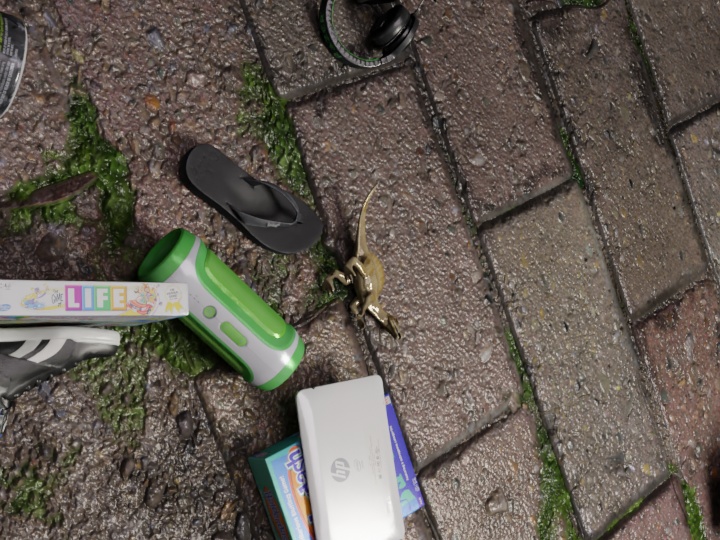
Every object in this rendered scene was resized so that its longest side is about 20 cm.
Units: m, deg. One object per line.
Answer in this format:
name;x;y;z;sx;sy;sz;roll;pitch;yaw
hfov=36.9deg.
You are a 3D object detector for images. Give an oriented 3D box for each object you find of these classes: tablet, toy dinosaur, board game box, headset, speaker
tablet;-0.011;0.234;1.290;0.129;0.014;0.203;-7;86;-37
toy dinosaur;0.000;0.000;1.373;0.101;0.058;0.203;-26;108;-51
board game box;-0.025;0.257;1.312;0.199;0.045;0.154;-24;98;-36
headset;0.030;-0.346;1.437;0.198;0.094;0.125;-29;105;-20
speaker;-0.155;0.045;1.215;0.200;0.088;0.089;45;60;-23
board game box;-0.291;0.034;1.087;0.198;0.134;0.035;2;82;-37

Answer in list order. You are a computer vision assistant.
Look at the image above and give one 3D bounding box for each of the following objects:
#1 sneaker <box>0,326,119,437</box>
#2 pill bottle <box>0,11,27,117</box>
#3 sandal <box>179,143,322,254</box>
sneaker;-0.340;0.113;1.084;0.197;0.073;0.114;0;87;-29
pill bottle;-0.431;-0.222;1.034;0.198;0.106;0.108;15;75;-35
sandal;-0.125;-0.079;1.285;0.199;0.043;0.077;29;67;-30
